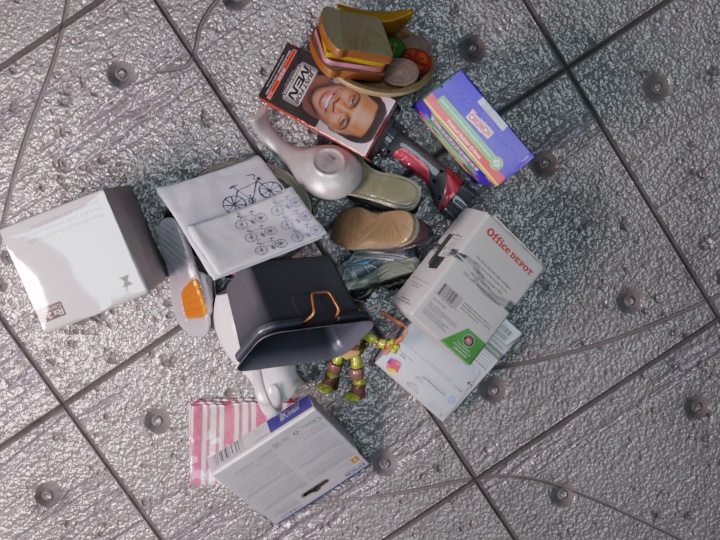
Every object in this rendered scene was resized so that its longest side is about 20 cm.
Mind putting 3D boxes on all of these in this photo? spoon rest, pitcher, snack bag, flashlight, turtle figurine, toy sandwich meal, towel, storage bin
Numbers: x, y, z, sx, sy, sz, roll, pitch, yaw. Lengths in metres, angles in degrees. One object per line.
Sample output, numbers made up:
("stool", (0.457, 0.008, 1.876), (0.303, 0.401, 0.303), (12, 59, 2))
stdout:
("spoon rest", (-0.086, -0.182, 1.443), (0.200, 0.061, 0.099), (37, 67, 13))
("pitcher", (-0.158, 0.121, 1.435), (0.121, 0.172, 0.200), (-19, 98, 5))
("snack bag", (-0.179, -0.089, 1.364), (0.188, 0.021, 0.200), (-22, 58, -25))
("flashlight", (0.094, -0.162, 1.474), (0.200, 0.068, 0.068), (36, 133, -4))
("turtle figurine", (-0.028, 0.123, 1.491), (0.199, 0.064, 0.162), (12, 105, 8))
("toy sandwich meal", (0.022, -0.346, 1.397), (0.205, 0.205, 0.070), (12, 140, -5))
("towel", (-0.186, 0.287, 1.523), (0.199, 0.030, 0.147), (0, 97, -4))
("storage bin", (-0.098, 0.051, 1.357), (0.200, 0.146, 0.135), (-6, 62, -35))

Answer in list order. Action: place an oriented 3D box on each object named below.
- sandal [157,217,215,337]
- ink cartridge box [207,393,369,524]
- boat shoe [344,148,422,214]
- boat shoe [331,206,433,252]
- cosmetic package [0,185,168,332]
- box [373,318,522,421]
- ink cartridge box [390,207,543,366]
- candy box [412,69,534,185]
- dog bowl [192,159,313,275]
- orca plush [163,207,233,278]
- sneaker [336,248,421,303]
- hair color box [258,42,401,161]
("sandal", (-0.265, 0.007, 1.461), (0.079, 0.059, 0.207), (8, 116, 36))
("ink cartridge box", (-0.112, 0.309, 1.479), (0.196, 0.043, 0.200), (-33, 135, 3))
("boat shoe", (0.008, -0.138, 1.467), (0.199, 0.066, 0.075), (19, 73, 16))
("boat shoe", (0.031, -0.060, 1.432), (0.065, 0.200, 0.072), (20, 78, -38))
("cosmetic package", (-0.411, -0.024, 1.390), (0.165, 0.200, 0.165), (-22, 97, -1))
("box", (0.145, 0.126, 1.519), (0.156, 0.041, 0.200), (41, 91, -6))
("ink cartridge box", (0.168, 0.022, 1.430), (0.147, 0.083, 0.200), (42, 84, -25))
("candy box", (0.167, -0.215, 1.402), (0.077, 0.200, 0.169), (-40, 97, 2))
("dog bowl", (-0.176, -0.076, 1.416), (0.200, 0.200, 0.074), (8, 140, -4))
("orca plush", (-0.222, -0.048, 1.463), (0.200, 0.071, 0.105), (29, 94, -6))
("sneaker", (0.000, 0.000, 1.491), (0.200, 0.078, 0.087), (-16, 67, 7))
("hair color box", (-0.048, -0.263, 1.429), (0.200, 0.061, 0.102), (29, 94, 10))
